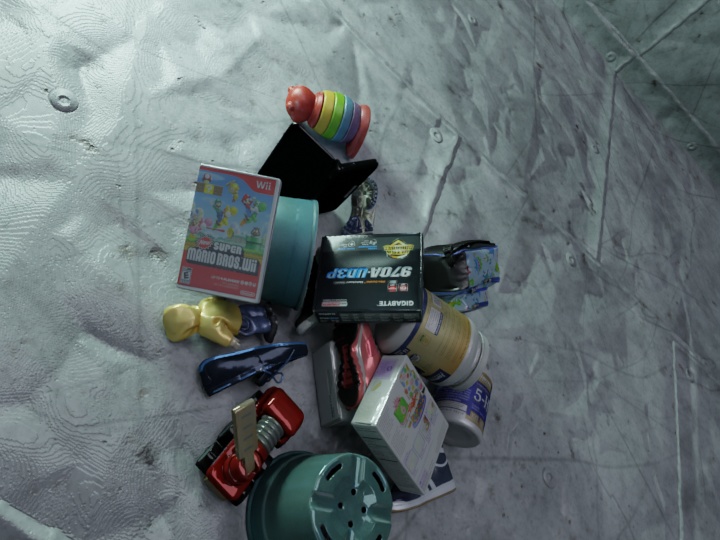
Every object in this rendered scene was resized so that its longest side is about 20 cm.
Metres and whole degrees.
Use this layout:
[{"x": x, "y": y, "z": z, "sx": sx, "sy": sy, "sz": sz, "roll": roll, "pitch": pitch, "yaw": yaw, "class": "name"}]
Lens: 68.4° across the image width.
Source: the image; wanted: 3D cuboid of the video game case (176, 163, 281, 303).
[{"x": -0.215, "y": -0.060, "z": 0.870, "sx": 0.137, "sy": 0.017, "sz": 0.208, "roll": 10, "pitch": 86, "yaw": 2, "class": "video game case"}]

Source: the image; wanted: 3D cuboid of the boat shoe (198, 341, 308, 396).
[{"x": -0.184, "y": 0.173, "z": 0.938, "sx": 0.193, "sy": 0.084, "sz": 0.071, "roll": -11, "pitch": 81, "yaw": -21, "class": "boat shoe"}]

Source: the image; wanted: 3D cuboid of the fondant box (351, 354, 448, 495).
[{"x": 0.077, "y": 0.274, "z": 0.945, "sx": 0.203, "sy": 0.057, "sz": 0.146, "roll": 59, "pitch": 44, "yaw": -30, "class": "fondant box"}]

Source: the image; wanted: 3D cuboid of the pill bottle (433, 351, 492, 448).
[{"x": 0.224, "y": 0.262, "z": 1.148, "sx": 0.118, "sy": 0.119, "sz": 0.204, "roll": 35, "pitch": 53, "yaw": -16, "class": "pill bottle"}]

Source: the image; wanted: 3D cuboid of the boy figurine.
[{"x": -0.241, "y": 0.093, "z": 0.921, "sx": 0.194, "sy": 0.066, "sz": 0.125, "roll": 1, "pitch": 34, "yaw": -33, "class": "boy figurine"}]

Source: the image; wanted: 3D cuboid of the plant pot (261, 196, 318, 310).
[{"x": -0.185, "y": -0.046, "z": 0.963, "sx": 0.181, "sy": 0.201, "sz": 0.207, "roll": 11, "pitch": 61, "yaw": -14, "class": "plant pot"}]

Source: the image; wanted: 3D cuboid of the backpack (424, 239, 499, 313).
[{"x": 0.205, "y": 0.014, "z": 1.149, "sx": 0.196, "sy": 0.179, "sz": 0.153, "roll": -11, "pitch": 95, "yaw": -43, "class": "backpack"}]

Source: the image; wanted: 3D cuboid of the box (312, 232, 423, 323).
[{"x": 0.018, "y": 0.012, "z": 0.958, "sx": 0.192, "sy": 0.047, "sz": 0.164, "roll": -1, "pitch": 58, "yaw": 10, "class": "box"}]

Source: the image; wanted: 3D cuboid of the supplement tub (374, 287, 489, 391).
[{"x": 0.138, "y": 0.131, "z": 1.024, "sx": 0.197, "sy": 0.144, "sz": 0.148, "roll": 32, "pitch": 53, "yaw": -17, "class": "supplement tub"}]

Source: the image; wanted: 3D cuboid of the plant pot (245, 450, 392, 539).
[{"x": -0.057, "y": 0.382, "z": 0.841, "sx": 0.195, "sy": 0.195, "sz": 0.207, "roll": 16, "pitch": 60, "yaw": -29, "class": "plant pot"}]

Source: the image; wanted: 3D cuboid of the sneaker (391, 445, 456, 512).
[{"x": 0.102, "y": 0.394, "z": 1.030, "sx": 0.195, "sy": 0.069, "sz": 0.113, "roll": 1, "pitch": 71, "yaw": -41, "class": "sneaker"}]

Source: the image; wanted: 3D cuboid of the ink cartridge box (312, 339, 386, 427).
[{"x": 0.012, "y": 0.219, "z": 1.039, "sx": 0.194, "sy": 0.083, "sz": 0.150, "roll": 5, "pitch": 65, "yaw": -35, "class": "ink cartridge box"}]

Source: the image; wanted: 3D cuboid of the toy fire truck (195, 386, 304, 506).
[{"x": -0.160, "y": 0.250, "z": 0.825, "sx": 0.129, "sy": 0.199, "sz": 0.176, "roll": 47, "pitch": 50, "yaw": -6, "class": "toy fire truck"}]

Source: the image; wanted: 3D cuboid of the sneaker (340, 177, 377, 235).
[{"x": 0.001, "y": -0.098, "z": 1.188, "sx": 0.074, "sy": 0.085, "sz": 0.207, "roll": 14, "pitch": 80, "yaw": 5, "class": "sneaker"}]

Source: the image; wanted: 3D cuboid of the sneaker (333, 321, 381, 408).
[{"x": 0.002, "y": 0.152, "z": 0.977, "sx": 0.085, "sy": 0.073, "sz": 0.208, "roll": 19, "pitch": 62, "yaw": -40, "class": "sneaker"}]

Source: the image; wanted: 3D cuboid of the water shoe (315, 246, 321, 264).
[{"x": 0.000, "y": 0.000, "z": 1.067, "sx": 0.198, "sy": 0.079, "sz": 0.073, "roll": 36, "pitch": 35, "yaw": -22, "class": "water shoe"}]

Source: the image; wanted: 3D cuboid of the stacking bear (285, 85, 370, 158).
[{"x": -0.083, "y": -0.366, "z": 1.239, "sx": 0.194, "sy": 0.113, "sz": 0.126, "roll": 15, "pitch": 60, "yaw": -24, "class": "stacking bear"}]

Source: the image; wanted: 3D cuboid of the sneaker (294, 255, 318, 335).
[{"x": -0.096, "y": 0.039, "z": 1.056, "sx": 0.113, "sy": 0.073, "sz": 0.200, "roll": 49, "pitch": 36, "yaw": 0, "class": "sneaker"}]

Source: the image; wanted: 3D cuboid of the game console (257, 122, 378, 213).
[{"x": -0.089, "y": -0.206, "z": 1.091, "sx": 0.172, "sy": 0.199, "sz": 0.120, "roll": -18, "pitch": 79, "yaw": -39, "class": "game console"}]
